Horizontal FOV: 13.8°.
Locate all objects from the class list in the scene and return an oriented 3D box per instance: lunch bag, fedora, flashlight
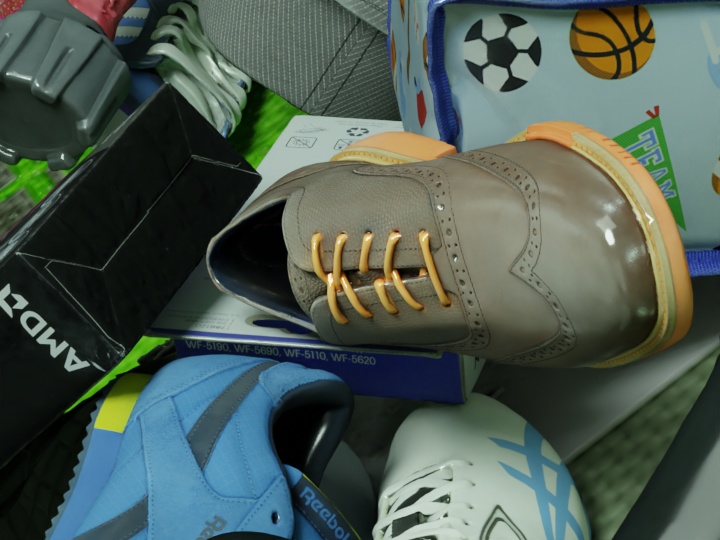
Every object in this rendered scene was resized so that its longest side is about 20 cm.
[{"bbox_3d":[0.113,-0.074,0.986,0.199,0.125,0.170,-5,29,-4],"label":"lunch bag"},{"bbox_3d":[-0.003,-0.119,1.177,0.090,0.176,0.200,-55,22,27],"label":"fedora"},{"bbox_3d":[-0.091,-0.122,1.200,0.068,0.068,0.201,-35,23,44],"label":"flashlight"}]

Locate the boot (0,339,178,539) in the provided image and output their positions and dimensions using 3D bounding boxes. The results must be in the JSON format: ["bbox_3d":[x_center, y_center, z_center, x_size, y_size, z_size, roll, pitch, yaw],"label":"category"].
[{"bbox_3d":[-0.101,0.086,1.047,0.200,0.068,0.131,-41,4,23],"label":"boot"}]

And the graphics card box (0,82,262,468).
[{"bbox_3d":[-0.128,0.035,0.970,0.200,0.051,0.126,-39,9,34],"label":"graphics card box"}]

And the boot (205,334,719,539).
[{"bbox_3d":[0.066,0.084,0.767,0.198,0.073,0.163,36,79,14],"label":"boot"}]

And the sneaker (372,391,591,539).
[{"bbox_3d":[0.026,0.093,0.886,0.072,0.073,0.200,-27,29,17],"label":"sneaker"}]

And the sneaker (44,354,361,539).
[{"bbox_3d":[-0.046,0.092,0.839,0.078,0.066,0.201,-6,35,17],"label":"sneaker"}]

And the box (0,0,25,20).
[{"bbox_3d":[-0.168,-0.207,1.445,0.095,0.100,0.200,-25,42,-7],"label":"box"}]

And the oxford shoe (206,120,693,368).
[{"bbox_3d":[0.023,0.001,0.844,0.073,0.072,0.200,-19,9,-26],"label":"oxford shoe"}]

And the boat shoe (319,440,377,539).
[{"bbox_3d":[-0.045,0.134,0.919,0.070,0.071,0.201,-48,21,38],"label":"boat shoe"}]

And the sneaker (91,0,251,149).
[{"bbox_3d":[-0.064,-0.105,1.263,0.146,0.081,0.200,-40,24,-1],"label":"sneaker"}]

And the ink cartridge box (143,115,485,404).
[{"bbox_3d":[0.000,0.000,1.000,0.099,0.039,0.200,5,23,13],"label":"ink cartridge box"}]
